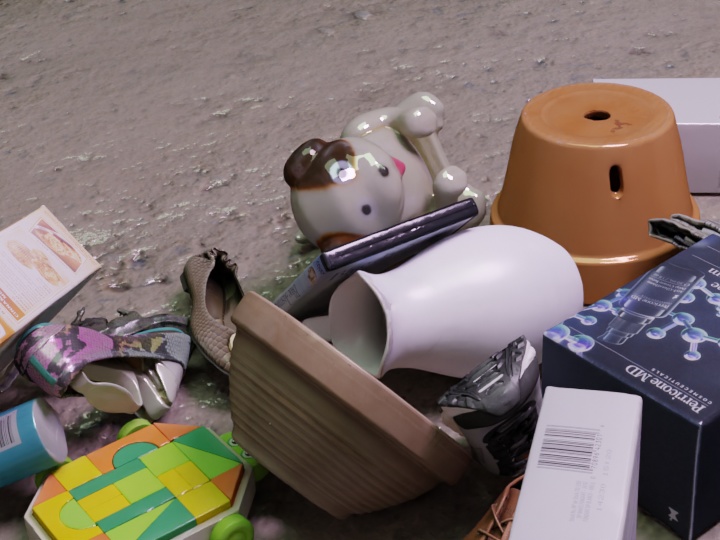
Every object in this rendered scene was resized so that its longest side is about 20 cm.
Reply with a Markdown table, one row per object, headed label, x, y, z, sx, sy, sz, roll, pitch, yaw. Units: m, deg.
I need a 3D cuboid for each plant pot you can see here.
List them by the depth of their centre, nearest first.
| label | x | y | z | sx | sy | sz | roll | pitch | yaw |
| --- | --- | --- | --- | --- | --- | --- | --- | --- | --- |
| plant pot | -0.025 | 0.109 | 0.935 | 0.200 | 0.201 | 0.093 | 32 | 84 | 44 |
| plant pot | 0.215 | -0.082 | 1.212 | 0.198 | 0.141 | 0.201 | -3 | 31 | 2 |

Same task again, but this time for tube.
| label | x | y | z | sx | sy | sz | roll | pitch | yaw |
| --- | --- | --- | --- | --- | --- | --- | --- | --- | --- |
| tube | -0.314 | 0.152 | 0.964 | 0.198 | 0.051 | 0.078 | -22 | 26 | 6 |

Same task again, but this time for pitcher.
| label | x | y | z | sx | sy | sz | roll | pitch | yaw |
| --- | --- | --- | --- | --- | --- | --- | --- | --- | --- |
| pitcher | 0.063 | 0.032 | 1.071 | 0.198 | 0.123 | 0.171 | -9 | 2 | -28 |

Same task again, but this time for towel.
| label | x | y | z | sx | sy | sz | roll | pitch | yaw |
| --- | --- | --- | --- | --- | --- | --- | --- | --- | --- |
| towel | 0.368 | -0.011 | 1.110 | 0.199 | 0.035 | 0.192 | 1 | 21 | -44 |

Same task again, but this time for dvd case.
| label | x | y | z | sx | sy | sz | roll | pitch | yaw |
| --- | --- | --- | --- | --- | --- | --- | --- | --- | --- |
| dvd case | 0.000 | 0.000 | 1.097 | 0.142 | 0.018 | 0.200 | -21 | -9 | -25 |

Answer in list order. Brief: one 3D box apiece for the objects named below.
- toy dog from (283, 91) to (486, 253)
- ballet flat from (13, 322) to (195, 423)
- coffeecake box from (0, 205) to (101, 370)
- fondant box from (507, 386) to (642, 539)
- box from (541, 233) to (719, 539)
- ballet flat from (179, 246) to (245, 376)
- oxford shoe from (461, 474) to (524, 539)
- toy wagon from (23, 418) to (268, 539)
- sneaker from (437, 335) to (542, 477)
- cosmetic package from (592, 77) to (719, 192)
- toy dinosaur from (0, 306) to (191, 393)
| label | x | y | z | sx | sy | sz | roll | pitch | yaw |
| --- | --- | --- | --- | --- | --- | --- | --- | --- | --- |
| toy dog | 0.003 | -0.077 | 1.188 | 0.192 | 0.141 | 0.200 | -16 | 3 | 18 |
| ballet flat | -0.185 | 0.082 | 1.027 | 0.071 | 0.069 | 0.200 | 50 | 16 | 23 |
| coffeecake box | -0.303 | 0.048 | 1.005 | 0.153 | 0.073 | 0.200 | -43 | 5 | 18 |
| fondant box | 0.118 | 0.188 | 0.727 | 0.058 | 0.202 | 0.145 | 4 | 32 | 16 |
| box | 0.253 | 0.079 | 0.978 | 0.199 | 0.108 | 0.148 | -27 | 39 | -30 |
| ballet flat | -0.114 | 0.034 | 1.134 | 0.067 | 0.046 | 0.200 | 30 | 15 | -28 |
| oxford shoe | 0.089 | 0.184 | 0.866 | 0.071 | 0.072 | 0.200 | 20 | 41 | 31 |
| toy wagon | -0.140 | 0.159 | 0.961 | 0.199 | 0.040 | 0.155 | -24 | 37 | -29 |
| sneaker | 0.101 | 0.100 | 0.904 | 0.074 | 0.200 | 0.080 | -35 | 78 | -3 |
| cosmetic package | 0.333 | -0.136 | 1.339 | 0.198 | 0.086 | 0.108 | 1 | 34 | 6 |
| toy dinosaur | -0.233 | 0.062 | 1.104 | 0.199 | 0.048 | 0.088 | -18 | 11 | -41 |
